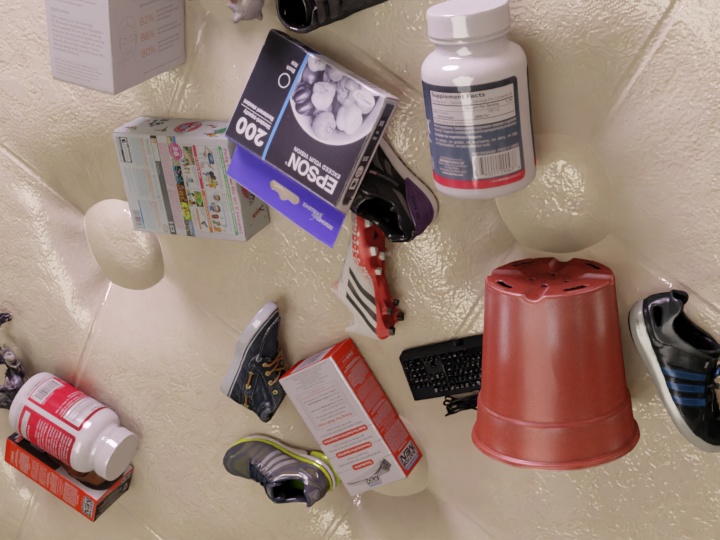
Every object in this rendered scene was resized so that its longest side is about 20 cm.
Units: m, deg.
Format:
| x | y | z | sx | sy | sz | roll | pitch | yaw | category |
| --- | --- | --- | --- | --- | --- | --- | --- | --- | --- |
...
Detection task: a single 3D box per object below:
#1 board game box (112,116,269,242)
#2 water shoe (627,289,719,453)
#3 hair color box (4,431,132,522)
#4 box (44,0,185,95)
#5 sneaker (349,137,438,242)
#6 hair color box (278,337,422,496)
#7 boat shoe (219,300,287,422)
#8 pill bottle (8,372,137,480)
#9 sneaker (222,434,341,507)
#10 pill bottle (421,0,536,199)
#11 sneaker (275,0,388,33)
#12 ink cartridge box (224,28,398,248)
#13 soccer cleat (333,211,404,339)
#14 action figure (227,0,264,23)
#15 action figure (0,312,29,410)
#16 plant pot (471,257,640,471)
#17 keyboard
| x | y | z | sx | sy | sz | roll | pitch | yaw | category |
| --- | --- | --- | --- | --- | --- | --- | --- | --- | --- |
| -0.231 | -0.126 | 1.526 | 0.198 | 0.064 | 0.149 | 8 | 119 | 30 | board game box |
| 0.379 | 0.118 | 1.274 | 0.078 | 0.071 | 0.201 | -27 | 100 | 36 | water shoe |
| -0.498 | 0.330 | 1.910 | 0.198 | 0.101 | 0.062 | 30 | 127 | 14 | hair color box |
| -0.306 | -0.345 | 1.398 | 0.105 | 0.152 | 0.202 | 17 | 122 | 24 | box |
| 0.004 | -0.116 | 1.369 | 0.200 | 0.088 | 0.076 | 41 | 129 | 6 | sneaker |
| -0.013 | 0.207 | 1.569 | 0.110 | 0.064 | 0.201 | -26 | 98 | 37 | hair color box |
| -0.132 | 0.132 | 1.603 | 0.090 | 0.071 | 0.201 | 35 | 135 | 9 | boat shoe |
| -0.472 | 0.261 | 1.849 | 0.198 | 0.112 | 0.113 | 27 | 126 | 17 | pill bottle |
| -0.130 | 0.304 | 1.680 | 0.198 | 0.081 | 0.075 | 4 | 117 | 30 | sneaker |
| 0.128 | -0.192 | 1.233 | 0.118 | 0.119 | 0.203 | 5 | 117 | 29 | pill bottle |
| -0.013 | -0.322 | 1.264 | 0.198 | 0.099 | 0.071 | -20 | 102 | 36 | sneaker |
| -0.073 | -0.161 | 1.358 | 0.197 | 0.043 | 0.202 | 34 | 109 | 28 | ink cartridge box |
| 0.000 | 0.000 | 1.450 | 0.084 | 0.069 | 0.202 | 2 | 120 | 26 | soccer cleat |
| -0.171 | -0.384 | 1.329 | 0.198 | 0.104 | 0.196 | -19 | 95 | 35 | action figure |
| -0.618 | 0.167 | 1.890 | 0.101 | 0.119 | 0.203 | -12 | 110 | -13 | action figure |
| 0.222 | 0.098 | 1.296 | 0.198 | 0.200 | 0.198 | 5 | 109 | 29 | plant pot |
| 0.141 | 0.141 | 1.454 | 0.198 | 0.040 | 0.105 | -15 | 105 | 37 | keyboard |
